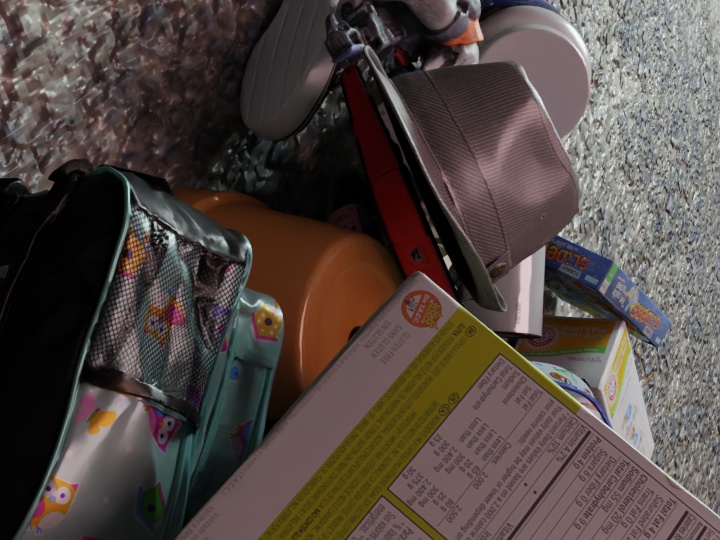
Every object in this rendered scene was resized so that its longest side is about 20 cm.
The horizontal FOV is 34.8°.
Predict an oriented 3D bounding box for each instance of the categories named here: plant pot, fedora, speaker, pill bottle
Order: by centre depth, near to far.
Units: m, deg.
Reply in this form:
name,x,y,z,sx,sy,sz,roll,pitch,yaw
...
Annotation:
name,x,y,z,sx,sy,sz,roll,pitch,yaw
fedora,0.079,-0.070,0.730,0.200,0.090,0.178,62,3,-54
plant pot,-0.057,0.045,0.735,0.200,0.139,0.202,2,88,-58
pill bottle,0.135,-0.172,0.983,0.200,0.115,0.117,-85,164,-71
speaker,0.141,-0.037,1.118,0.081,0.081,0.202,14,77,-58

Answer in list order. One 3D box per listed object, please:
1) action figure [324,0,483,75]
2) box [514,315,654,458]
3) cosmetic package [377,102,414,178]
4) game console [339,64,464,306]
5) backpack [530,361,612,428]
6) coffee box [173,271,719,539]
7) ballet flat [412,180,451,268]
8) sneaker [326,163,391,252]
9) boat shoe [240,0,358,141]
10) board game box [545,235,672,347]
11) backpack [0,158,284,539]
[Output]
name,x,y,z,sx,sy,sz,roll,pitch,yaw
action figure,0.030,-0.210,0.802,0.194,0.104,0.200,63,22,-16
box,0.237,0.154,1.237,0.102,0.112,0.201,-59,140,-40
cosmetic package,0.071,-0.103,0.952,0.083,0.051,0.200,53,14,7
game console,0.041,-0.026,0.805,0.177,0.031,0.201,-102,170,-50
backpack,0.119,0.162,0.955,0.154,0.189,0.202,-117,-162,-75
coffee box,0.024,0.167,0.535,0.200,0.197,0.200,-47,168,-25
ballet flat,0.054,-0.023,0.986,0.068,0.067,0.201,61,41,-38
sneaker,0.000,0.000,0.854,0.201,0.070,0.082,-100,164,-52
boat shoe,-0.027,-0.166,0.848,0.071,0.072,0.201,49,48,-41
board game box,0.239,0.012,1.222,0.200,0.135,0.035,34,86,-52
backpack,-0.140,0.069,0.562,0.153,0.175,0.201,37,61,-39
